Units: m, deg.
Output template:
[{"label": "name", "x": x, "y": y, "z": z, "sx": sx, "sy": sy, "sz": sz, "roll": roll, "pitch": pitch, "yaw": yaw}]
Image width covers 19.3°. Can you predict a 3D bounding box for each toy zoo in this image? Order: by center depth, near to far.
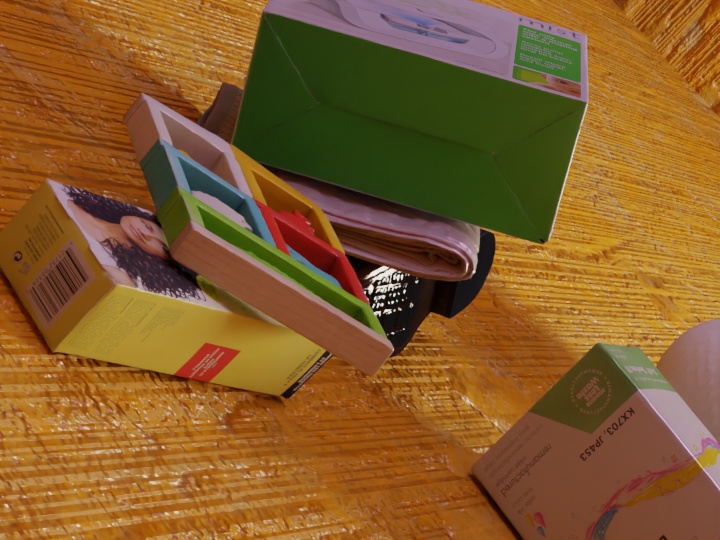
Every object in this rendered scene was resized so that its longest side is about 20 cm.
[{"label": "toy zoo", "x": -0.060, "y": -0.028, "z": 1.122, "sx": 0.131, "sy": 0.021, "sz": 0.200, "roll": 32, "pitch": 15, "yaw": -27}]

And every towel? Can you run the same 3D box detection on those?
[{"label": "towel", "x": -0.015, "y": -0.058, "z": 1.312, "sx": 0.189, "sy": 0.032, "sz": 0.200, "roll": 18, "pitch": 19, "yaw": -1}]

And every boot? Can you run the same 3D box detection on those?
[{"label": "boot", "x": 0.000, "y": 0.000, "z": 1.328, "sx": 0.096, "sy": 0.075, "sz": 0.200, "roll": 23, "pitch": 20, "yaw": 24}]

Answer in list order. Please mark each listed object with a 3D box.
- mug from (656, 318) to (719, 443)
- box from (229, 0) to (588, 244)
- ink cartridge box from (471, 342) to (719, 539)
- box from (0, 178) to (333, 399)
[{"label": "mug", "x": 0.277, "y": 0.123, "z": 1.553, "sx": 0.198, "sy": 0.149, "sz": 0.175, "roll": -5, "pitch": 35, "yaw": -30}, {"label": "box", "x": 0.035, "y": -0.109, "z": 1.304, "sx": 0.198, "sy": 0.097, "sz": 0.177, "roll": 16, "pitch": 21, "yaw": 1}, {"label": "ink cartridge box", "x": 0.172, "y": 0.155, "z": 1.235, "sx": 0.200, "sy": 0.117, "sz": 0.067, "roll": 52, "pitch": 19, "yaw": 24}, {"label": "box", "x": -0.092, "y": 0.014, "z": 1.062, "sx": 0.075, "sy": 0.050, "sz": 0.200, "roll": 53, "pitch": 18, "yaw": 27}]
